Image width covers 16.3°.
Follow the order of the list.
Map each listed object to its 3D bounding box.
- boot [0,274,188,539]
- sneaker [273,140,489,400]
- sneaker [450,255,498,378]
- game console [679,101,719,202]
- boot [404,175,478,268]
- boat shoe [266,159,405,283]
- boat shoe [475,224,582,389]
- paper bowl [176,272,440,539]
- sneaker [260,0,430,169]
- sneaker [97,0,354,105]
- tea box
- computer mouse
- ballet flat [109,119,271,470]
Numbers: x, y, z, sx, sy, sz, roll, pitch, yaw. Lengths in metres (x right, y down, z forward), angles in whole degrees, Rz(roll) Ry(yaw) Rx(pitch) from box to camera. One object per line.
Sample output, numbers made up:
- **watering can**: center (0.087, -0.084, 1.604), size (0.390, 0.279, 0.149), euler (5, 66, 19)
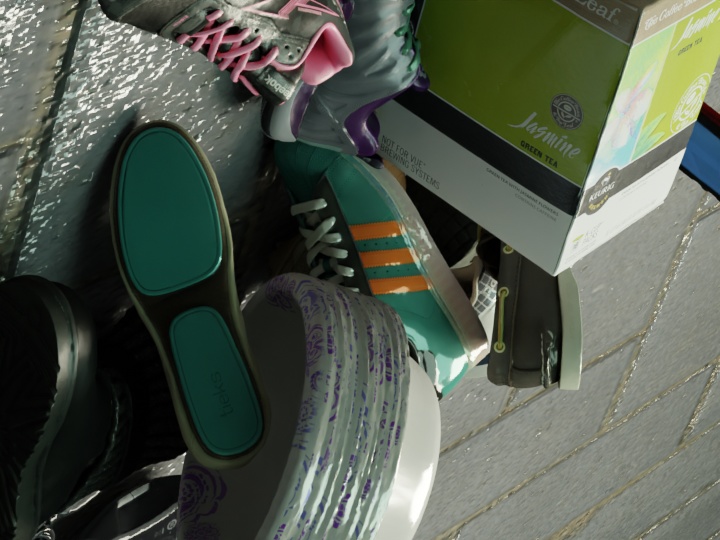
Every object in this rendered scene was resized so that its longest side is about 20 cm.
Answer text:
- **boot**: center (-0.154, 0.058, 1.451), size (0.157, 0.079, 0.212), euler (-29, 154, -37)
- **sneaker**: center (0.000, 0.000, 1.563), size (0.080, 0.200, 0.071), euler (-44, -163, -29)
- **sneaker**: center (0.016, 0.039, 1.688), size (0.199, 0.077, 0.081), euler (-19, 141, 21)
- **game console**: center (0.182, -0.071, 1.719), size (0.171, 0.119, 0.200), euler (-19, 157, 8)
- **boot**: center (0.068, -0.036, 1.763), size (0.130, 0.068, 0.200), euler (-36, 167, -42)
- **boat shoe**: center (-0.032, 0.001, 1.636), size (0.201, 0.064, 0.071), euler (-63, 148, -25)
- **boat shoe**: center (0.103, -0.013, 1.600), size (0.072, 0.060, 0.202), euler (88, -1, -51)
- **paper bowl**: center (-0.026, 0.110, 1.482), size (0.104, 0.201, 0.202), euler (18, 111, -22)
- **sneaker**: center (0.013, -0.154, 1.464), size (0.075, 0.087, 0.201), euler (-86, -161, -56)
- **sneaker**: center (-0.064, -0.134, 1.333), size (0.079, 0.096, 0.200), euler (-25, 171, 31)
- **tea box**: center (0.101, -0.145, 1.523), size (0.133, 0.200, 0.198), euler (-31, 148, -43)
- **computer mouse**: center (-0.163, 0.160, 1.625), size (0.199, 0.046, 0.141), euler (-30, 142, -36)
- **ballet flat**: center (-0.098, 0.016, 1.435), size (0.069, 0.069, 0.201), euler (-7, 83, -60)
